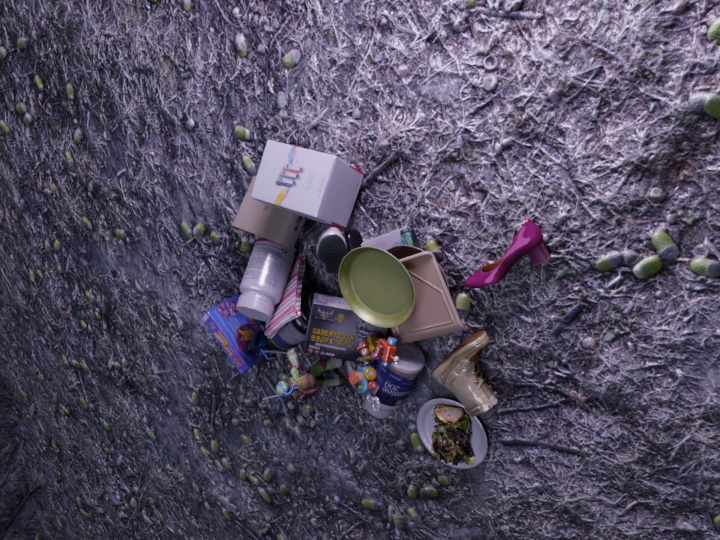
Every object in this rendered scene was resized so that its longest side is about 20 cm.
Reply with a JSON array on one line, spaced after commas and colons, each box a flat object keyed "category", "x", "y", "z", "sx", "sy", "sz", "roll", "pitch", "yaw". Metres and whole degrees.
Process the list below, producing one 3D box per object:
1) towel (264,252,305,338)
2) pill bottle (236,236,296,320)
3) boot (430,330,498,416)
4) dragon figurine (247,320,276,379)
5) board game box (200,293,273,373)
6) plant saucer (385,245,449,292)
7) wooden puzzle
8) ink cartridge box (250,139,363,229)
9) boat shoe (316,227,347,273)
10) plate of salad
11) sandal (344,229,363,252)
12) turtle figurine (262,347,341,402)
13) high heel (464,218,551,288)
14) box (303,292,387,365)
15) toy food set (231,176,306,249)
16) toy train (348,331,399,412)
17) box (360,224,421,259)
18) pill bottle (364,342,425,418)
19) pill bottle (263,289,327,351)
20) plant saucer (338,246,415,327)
[{"category": "towel", "x": -0.196, "y": 0.066, "z": 1.697, "sx": 0.030, "sy": 0.202, "sz": 0.146, "roll": 27, "pitch": 136, "yaw": -27}, {"category": "pill bottle", "x": -0.247, "y": 0.020, "z": 1.671, "sx": 0.112, "sy": 0.203, "sz": 0.114, "roll": 14, "pitch": 159, "yaw": 6}, {"category": "boot", "x": 0.270, "y": 0.243, "z": 1.494, "sx": 0.156, "sy": 0.073, "sz": 0.200, "roll": 47, "pitch": 131, "yaw": 9}, {"category": "dragon figurine", "x": -0.281, "y": 0.209, "z": 1.819, "sx": 0.099, "sy": 0.201, "sz": 0.059, "roll": 38, "pitch": 149, "yaw": -14}, {"category": "board game box", "x": -0.350, "y": 0.180, "z": 1.867, "sx": 0.201, "sy": 0.134, "sz": 0.045, "roll": 53, "pitch": 129, "yaw": 4}, {"category": "plant saucer", "x": 0.121, "y": 0.033, "z": 1.489, "sx": 0.198, "sy": 0.034, "sz": 0.203, "roll": 14, "pitch": 116, "yaw": 29}, {"category": "wooden puzzle", "x": 0.125, "y": 0.063, "z": 1.461, "sx": 0.183, "sy": 0.037, "sz": 0.202, "roll": -17, "pitch": 104, "yaw": 38}, {"category": "ink cartridge box", "x": -0.126, "y": -0.200, "z": 1.505, "sx": 0.198, "sy": 0.145, "sz": 0.147, "roll": 19, "pitch": 92, "yaw": 28}, {"category": "boat shoe", "x": -0.070, "y": -0.056, "z": 1.551, "sx": 0.073, "sy": 0.202, "sz": 0.066, "roll": -13, "pitch": 68, "yaw": 0}, {"category": "plate of salad", "x": 0.225, "y": 0.417, "z": 1.620, "sx": 0.198, "sy": 0.048, "sz": 0.203, "roll": 14, "pitch": 118, "yaw": 29}, {"category": "sandal", "x": 0.000, "y": 0.000, "z": 1.583, "sx": 0.045, "sy": 0.075, "sz": 0.203, "roll": -18, "pitch": 92, "yaw": 36}, {"category": "turtle figurine", "x": -0.161, "y": 0.273, "z": 1.751, "sx": 0.199, "sy": 0.191, "sz": 0.146, "roll": -8, "pitch": 92, "yaw": 61}, {"category": "high heel", "x": 0.294, "y": -0.034, "z": 1.359, "sx": 0.198, "sy": 0.068, "sz": 0.097, "roll": -26, "pitch": 104, "yaw": 25}, {"category": "box", "x": -0.035, "y": 0.150, "z": 1.626, "sx": 0.197, "sy": 0.049, "sz": 0.160, "roll": 11, "pitch": 122, "yaw": -5}, {"category": "toy food set", "x": -0.229, "y": -0.149, "z": 1.659, "sx": 0.198, "sy": 0.060, "sz": 0.145, "roll": 20, "pitch": 82, "yaw": 28}, {"category": "toy train", "x": 0.025, "y": 0.232, "z": 1.548, "sx": 0.150, "sy": 0.055, "sz": 0.203, "roll": -130, "pitch": 50, "yaw": -56}, {"category": "box", "x": 0.098, "y": 0.005, "z": 1.536, "sx": 0.143, "sy": 0.036, "sz": 0.202, "roll": -18, "pitch": 100, "yaw": 39}, {"category": "pill bottle", "x": 0.078, "y": 0.277, "z": 1.620, "sx": 0.110, "sy": 0.111, "sz": 0.202, "roll": 35, "pitch": 126, "yaw": 17}, {"category": "pill bottle", "x": -0.164, "y": 0.132, "z": 1.729, "sx": 0.199, "sy": 0.112, "sz": 0.113, "roll": -35, "pitch": 89, "yaw": 39}, {"category": "plant saucer", "x": 0.041, "y": 0.034, "z": 1.456, "sx": 0.198, "sy": 0.031, "sz": 0.203, "roll": 15, "pitch": 122, "yaw": 26}]
